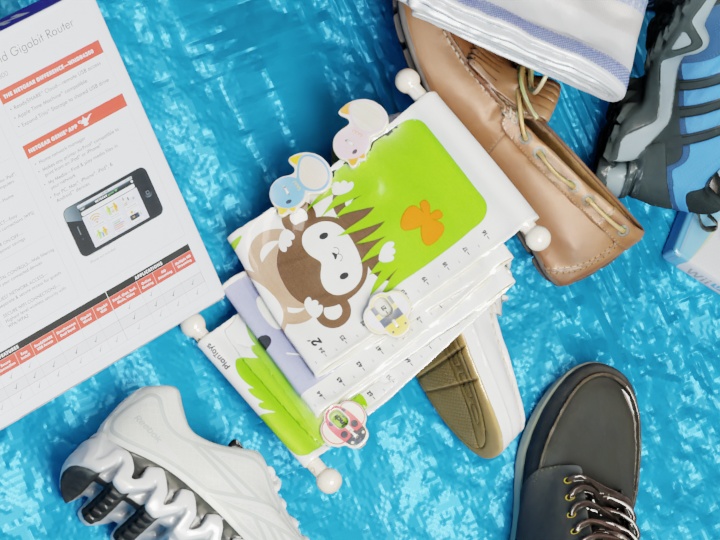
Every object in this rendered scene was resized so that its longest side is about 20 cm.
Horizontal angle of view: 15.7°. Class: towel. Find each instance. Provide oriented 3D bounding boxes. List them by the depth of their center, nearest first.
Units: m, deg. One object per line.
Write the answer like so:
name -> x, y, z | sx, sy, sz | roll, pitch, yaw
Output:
towel -> 0.104, -0.203, 1.426 | 0.147, 0.024, 0.200 | 23, 68, -20

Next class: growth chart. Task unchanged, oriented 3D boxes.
growth chart -> 0.000, 0.000, 1.395 | 0.145, 0.018, 0.200 | 42, 85, 12

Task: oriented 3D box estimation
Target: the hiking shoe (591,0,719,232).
hiking shoe -> 0.202, -0.116, 1.480 | 0.086, 0.200, 0.074 | 18, 41, -6

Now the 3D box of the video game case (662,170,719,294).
video game case -> 0.289, -0.019, 1.592 | 0.200, 0.018, 0.143 | 31, 66, -16

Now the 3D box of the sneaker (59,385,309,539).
sneaker -> -0.058, 0.138, 1.355 | 0.200, 0.075, 0.081 | 42, 54, -11

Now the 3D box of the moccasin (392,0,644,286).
moccasin -> 0.088, -0.088, 1.468 | 0.078, 0.074, 0.202 | -33, 93, 15

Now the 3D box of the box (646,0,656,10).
box -> 0.153, -0.241, 1.533 | 0.199, 0.107, 0.149 | 4, 76, -26

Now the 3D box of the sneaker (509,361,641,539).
sneaker -> 0.132, 0.138, 1.424 | 0.075, 0.106, 0.200 | 23, 68, -19

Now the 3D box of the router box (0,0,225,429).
router box -> -0.189, -0.021, 1.317 | 0.200, 0.049, 0.180 | -30, 105, -29

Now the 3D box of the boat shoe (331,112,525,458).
boat shoe -> 0.054, 0.003, 1.441 | 0.069, 0.071, 0.200 | -19, 84, -28
